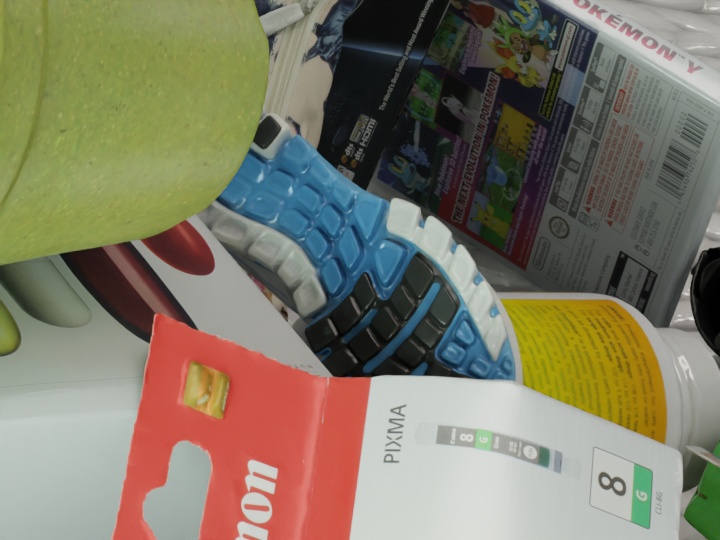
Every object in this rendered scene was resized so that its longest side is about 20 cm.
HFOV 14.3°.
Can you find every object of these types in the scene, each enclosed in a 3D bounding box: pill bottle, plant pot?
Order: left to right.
[{"bbox_3d":[-0.136,-0.075,0.984,0.200,0.201,0.184,42,23,29],"label":"plant pot"},{"bbox_3d":[0.065,0.064,1.268,0.200,0.109,0.109,0,37,-37],"label":"pill bottle"}]

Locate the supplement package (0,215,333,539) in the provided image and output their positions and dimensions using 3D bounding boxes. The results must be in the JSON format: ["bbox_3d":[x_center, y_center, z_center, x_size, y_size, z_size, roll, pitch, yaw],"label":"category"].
[{"bbox_3d":[-0.149,0.049,1.090,0.191,0.147,0.200,-2,38,-40],"label":"supplement package"}]

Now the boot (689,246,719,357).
[{"bbox_3d":[0.208,0.003,1.465,0.138,0.077,0.200,37,18,-33],"label":"boot"}]

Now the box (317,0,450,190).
[{"bbox_3d":[-0.051,-0.111,1.376,0.160,0.200,0.044,25,28,0],"label":"box"}]

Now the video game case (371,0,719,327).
[{"bbox_3d":[0.094,-0.066,1.427,0.182,0.200,0.023,33,56,14],"label":"video game case"}]

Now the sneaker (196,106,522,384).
[{"bbox_3d":[0.000,0.000,1.160,0.200,0.075,0.087,44,4,29],"label":"sneaker"}]

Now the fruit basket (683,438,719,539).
[{"bbox_3d":[0.254,0.121,1.278,0.200,0.094,0.185,20,2,22],"label":"fruit basket"}]

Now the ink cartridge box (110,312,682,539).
[{"bbox_3d":[0.015,0.103,0.985,0.200,0.050,0.161,24,50,-20],"label":"ink cartridge box"}]

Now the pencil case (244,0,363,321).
[{"bbox_3d":[-0.054,-0.047,1.279,0.078,0.200,0.089,13,-8,-7],"label":"pencil case"}]
